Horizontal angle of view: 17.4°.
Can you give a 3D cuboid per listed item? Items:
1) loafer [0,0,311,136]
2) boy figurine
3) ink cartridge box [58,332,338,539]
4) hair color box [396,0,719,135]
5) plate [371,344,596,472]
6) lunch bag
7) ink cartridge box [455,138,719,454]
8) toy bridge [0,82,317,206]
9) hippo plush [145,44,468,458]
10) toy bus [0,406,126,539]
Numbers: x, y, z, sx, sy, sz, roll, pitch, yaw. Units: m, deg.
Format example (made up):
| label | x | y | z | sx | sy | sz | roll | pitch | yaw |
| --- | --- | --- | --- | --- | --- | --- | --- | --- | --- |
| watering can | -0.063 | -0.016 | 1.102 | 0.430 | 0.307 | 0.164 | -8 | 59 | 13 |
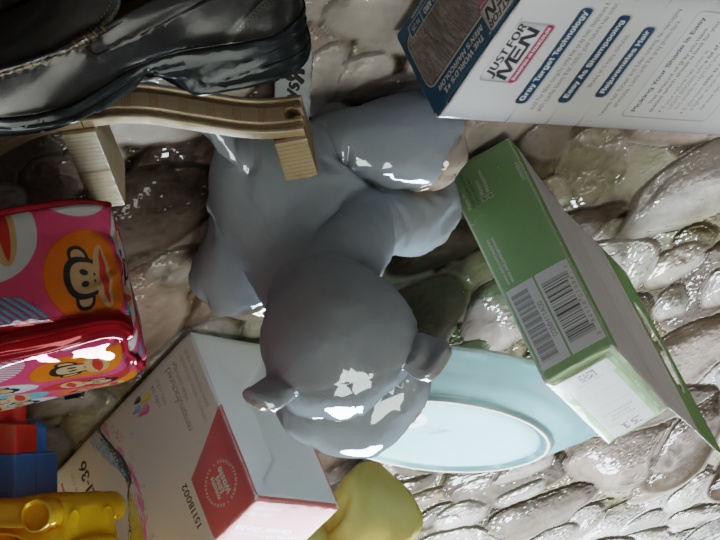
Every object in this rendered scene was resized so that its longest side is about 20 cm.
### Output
| label | x | y | z | sx | sy | sz | roll | pitch | yaw |
| --- | --- | --- | --- | --- | --- | --- | --- | --- | --- |
| loafer | -0.120 | -0.111 | 1.031 | 0.200 | 0.073 | 0.072 | -16 | 126 | -20 |
| boy figurine | -0.056 | 0.189 | 1.508 | 0.200 | 0.064 | 0.124 | -32 | 147 | 10 |
| ink cartridge box | -0.113 | 0.143 | 1.349 | 0.067 | 0.117 | 0.200 | 11 | 134 | -43 |
| hair color box | 0.129 | -0.124 | 1.174 | 0.200 | 0.061 | 0.100 | 1 | 140 | -35 |
| plate | 0.045 | 0.087 | 1.374 | 0.200 | 0.026 | 0.200 | 5 | 159 | 2 |
| lunch bag | -0.193 | 0.025 | 1.099 | 0.176 | 0.082 | 0.200 | -10 | 172 | -4 |
| ink cartridge box | 0.127 | 0.029 | 1.317 | 0.048 | 0.146 | 0.200 | -31 | 148 | 10 |
| toy bridge | -0.123 | -0.057 | 1.081 | 0.200 | 0.027 | 0.067 | -7 | 148 | 5 |
| hippo plush | 0.000 | 0.000 | 1.173 | 0.159 | 0.161 | 0.200 | -19 | 148 | -8 |
| toy bus | -0.225 | 0.162 | 1.277 | 0.200 | 0.192 | 0.136 | -4 | 178 | 18 |
